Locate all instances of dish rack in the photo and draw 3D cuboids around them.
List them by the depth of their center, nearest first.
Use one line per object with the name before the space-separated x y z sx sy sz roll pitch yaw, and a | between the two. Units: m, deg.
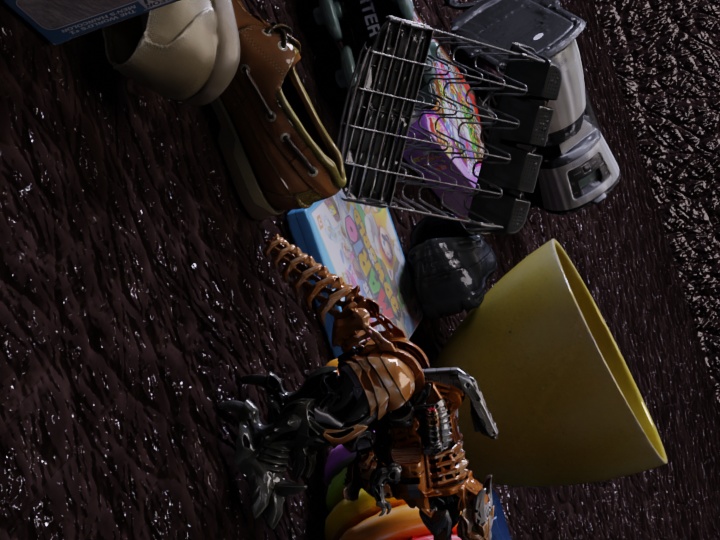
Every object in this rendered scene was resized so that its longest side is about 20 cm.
dish rack | 0.062 -0.108 1.283 0.200 0.055 0.154 9 97 -38

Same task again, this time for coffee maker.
coffee maker | 0.180 -0.182 1.782 0.192 0.134 0.200 -101 172 -53

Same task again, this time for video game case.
video game case | 0.000 0.000 1.264 0.200 0.018 0.143 -50 124 -70

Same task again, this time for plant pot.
plant pot | 0.138 0.095 1.376 0.200 0.142 0.200 60 10 -18

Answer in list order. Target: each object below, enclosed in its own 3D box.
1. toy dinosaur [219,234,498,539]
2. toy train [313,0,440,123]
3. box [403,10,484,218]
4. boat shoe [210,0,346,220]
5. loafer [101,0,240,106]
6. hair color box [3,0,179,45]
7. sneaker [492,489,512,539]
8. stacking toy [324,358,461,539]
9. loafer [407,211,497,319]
toy dinosaur | 0.001 0.076 0.980 0.102 0.136 0.200 13 52 -66
toy train | 0.009 -0.208 1.360 0.114 0.085 0.201 3 70 -85
box | 0.070 -0.143 1.576 0.200 0.039 0.137 42 37 -61
boat shoe | -0.068 -0.133 1.082 0.072 0.068 0.200 -67 138 -62
loafer | -0.121 -0.188 0.942 0.067 0.076 0.200 1 64 -49
hair color box | -0.138 -0.229 0.890 0.061 0.100 0.201 41 36 -60
sneaker | 0.147 0.258 1.340 0.077 0.111 0.200 35 42 -64
stacking toy | 0.015 0.140 1.080 0.116 0.110 0.200 43 24 -55
loafer | 0.073 -0.016 1.399 0.201 0.068 0.071 -65 140 -77
